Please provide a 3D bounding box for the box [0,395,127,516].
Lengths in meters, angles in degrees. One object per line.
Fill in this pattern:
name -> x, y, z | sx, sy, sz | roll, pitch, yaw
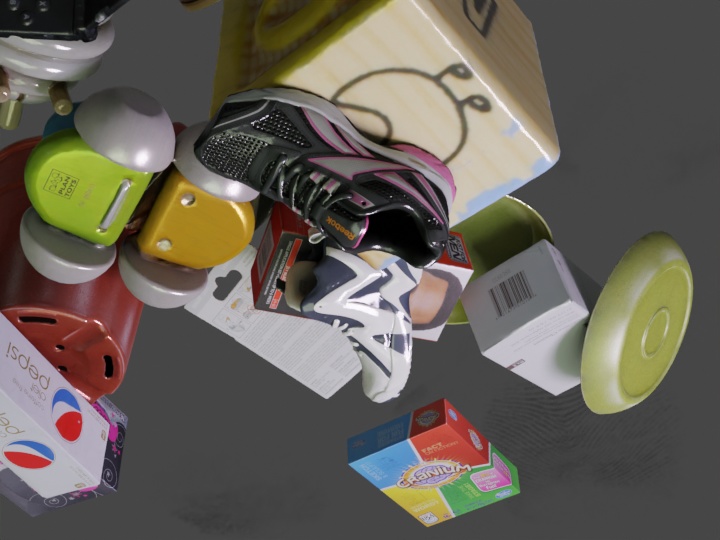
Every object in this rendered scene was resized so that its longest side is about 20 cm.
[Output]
box -> -0.385, 0.183, 1.227 | 0.131, 0.116, 0.201 | -18, 135, 17

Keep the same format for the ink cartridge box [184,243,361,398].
ink cartridge box -> -0.073, 0.043, 1.144 | 0.199, 0.057, 0.163 | 36, 137, -8

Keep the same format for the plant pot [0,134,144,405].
plant pot -> -0.285, 0.012, 0.994 | 0.198, 0.197, 0.202 | -1, 137, -1

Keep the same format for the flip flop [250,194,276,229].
flip flop -> -0.101, -0.117, 0.963 | 0.057, 0.081, 0.201 | 25, 150, 21

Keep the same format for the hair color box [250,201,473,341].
hair color box -> 0.000, 0.000, 1.033 | 0.198, 0.062, 0.102 | 10, 127, -19

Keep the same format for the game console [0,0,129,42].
game console -> -0.208, -0.266, 0.685 | 0.174, 0.203, 0.116 | 2, 170, -4

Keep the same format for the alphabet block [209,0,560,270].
alphabet block -> 0.019, -0.160, 0.830 | 0.194, 0.198, 0.200 | -32, 129, 26

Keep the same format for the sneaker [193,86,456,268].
sneaker -> -0.018, -0.059, 0.729 | 0.198, 0.087, 0.081 | 14, 133, -16

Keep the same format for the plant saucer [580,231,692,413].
plant saucer -> 0.296, 0.060, 1.090 | 0.031, 0.200, 0.201 | 21, 151, 37

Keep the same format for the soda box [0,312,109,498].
soda box -> -0.300, 0.116, 0.910 | 0.063, 0.069, 0.201 | -16, 135, 14

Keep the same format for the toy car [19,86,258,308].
toy car -> -0.189, -0.078, 0.895 | 0.198, 0.151, 0.176 | 16, 123, -32

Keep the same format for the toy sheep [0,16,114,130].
toy sheep -> -0.256, -0.197, 0.819 | 0.137, 0.138, 0.201 | 20, 117, -22

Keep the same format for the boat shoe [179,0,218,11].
boat shoe -> -0.080, -0.280, 0.791 | 0.199, 0.071, 0.070 | -35, 136, 19

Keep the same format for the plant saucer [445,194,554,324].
plant saucer -> 0.103, -0.019, 1.100 | 0.197, 0.031, 0.201 | -1, 136, -1

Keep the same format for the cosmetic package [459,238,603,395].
cosmetic package -> 0.201, 0.055, 1.104 | 0.112, 0.082, 0.199 | -32, 146, 22

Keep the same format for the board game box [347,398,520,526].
board game box -> 0.098, 0.259, 1.384 | 0.152, 0.041, 0.200 | -26, 132, 23

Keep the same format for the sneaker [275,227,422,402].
sneaker -> -0.017, 0.037, 0.970 | 0.128, 0.080, 0.201 | 1, 128, -9
